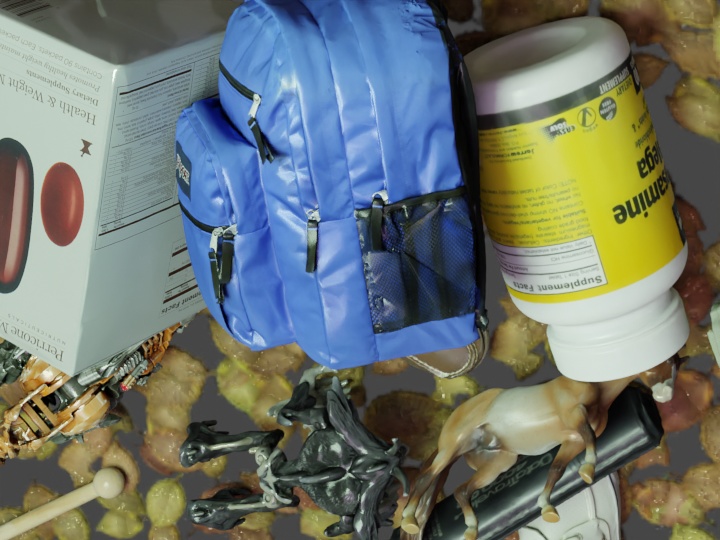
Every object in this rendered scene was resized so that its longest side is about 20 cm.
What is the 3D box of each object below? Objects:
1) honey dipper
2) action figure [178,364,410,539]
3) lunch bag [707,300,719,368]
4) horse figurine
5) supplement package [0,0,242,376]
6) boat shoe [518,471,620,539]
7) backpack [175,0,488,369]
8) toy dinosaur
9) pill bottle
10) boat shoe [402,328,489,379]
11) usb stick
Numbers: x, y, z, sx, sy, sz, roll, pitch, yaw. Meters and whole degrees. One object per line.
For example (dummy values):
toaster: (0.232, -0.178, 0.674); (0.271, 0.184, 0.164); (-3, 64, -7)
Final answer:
honey dipper: (-0.252, 0.189, 1.421); (0.200, 0.038, 0.038); (-25, 106, 20)
action figure: (-0.027, 0.124, 1.289); (0.200, 0.102, 0.119); (-9, 101, 41)
lunch bag: (0.316, 0.082, 1.175); (0.164, 0.118, 0.200); (-20, 102, 22)
horse figurine: (0.099, 0.108, 1.205); (0.200, 0.133, 0.050); (-24, 118, 35)
supplement package: (-0.187, -0.080, 1.185); (0.191, 0.147, 0.200); (25, 120, 25)
boat shoe: (0.136, 0.189, 1.294); (0.071, 0.070, 0.200); (-2, 110, 15)
backpack: (-0.017, -0.061, 1.090); (0.168, 0.163, 0.200); (-11, 113, -18)
toy dinosaur: (-0.194, 0.068, 1.285); (0.200, 0.136, 0.102); (-20, 95, -21)
pill bottle: (0.130, -0.040, 1.167); (0.112, 0.112, 0.200); (-13, 111, 20)
boat shoe: (-0.004, 0.004, 1.243); (0.202, 0.075, 0.075); (41, 118, -6)
usb stick: (0.104, 0.139, 1.246); (0.200, 0.055, 0.033); (-33, 119, 14)
